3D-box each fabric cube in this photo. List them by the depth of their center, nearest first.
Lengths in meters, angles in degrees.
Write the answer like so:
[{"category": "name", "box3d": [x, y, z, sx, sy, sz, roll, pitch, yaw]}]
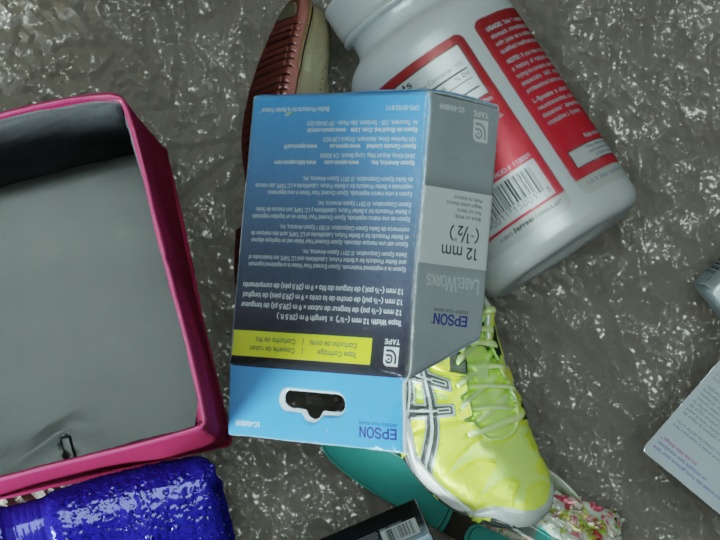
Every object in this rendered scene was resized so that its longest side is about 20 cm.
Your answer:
[{"category": "fabric cube", "box3d": [-0.194, 0.025, 1.614, 0.196, 0.199, 0.200, -14, 84, 2]}]

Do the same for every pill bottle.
[{"category": "pill bottle", "box3d": [0.067, -0.094, 1.658, 0.112, 0.112, 0.200, -33, 84, -1]}]

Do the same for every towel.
[{"category": "towel", "box3d": [-0.165, 0.198, 1.640, 0.200, 0.050, 0.148, -15, 115, -2]}]

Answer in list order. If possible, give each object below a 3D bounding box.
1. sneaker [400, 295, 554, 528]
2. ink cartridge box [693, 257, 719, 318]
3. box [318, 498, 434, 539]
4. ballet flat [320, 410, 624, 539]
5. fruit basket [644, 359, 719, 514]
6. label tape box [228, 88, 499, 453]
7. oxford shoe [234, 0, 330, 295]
[{"category": "sneaker", "box3d": [0.052, 0.058, 1.615, 0.075, 0.076, 0.200, -20, 71, -30]}, {"category": "ink cartridge box", "box3d": [0.325, 0.030, 1.679, 0.160, 0.047, 0.200, -41, 101, -2]}, {"category": "box", "box3d": [-0.034, 0.230, 1.628, 0.200, 0.040, 0.137, -22, 124, -1]}, {"category": "ballet flat", "box3d": [0.070, 0.130, 1.667, 0.200, 0.076, 0.064, 32, 56, 1]}, {"category": "fruit basket", "box3d": [0.297, 0.084, 1.625, 0.185, 0.094, 0.200, 38, 105, -9]}, {"category": "label tape box", "box3d": [0.000, 0.000, 1.585, 0.143, 0.066, 0.200, 2, 88, 44]}, {"category": "oxford shoe", "box3d": [-0.031, -0.065, 1.691, 0.075, 0.070, 0.200, 7, 87, -19]}]
